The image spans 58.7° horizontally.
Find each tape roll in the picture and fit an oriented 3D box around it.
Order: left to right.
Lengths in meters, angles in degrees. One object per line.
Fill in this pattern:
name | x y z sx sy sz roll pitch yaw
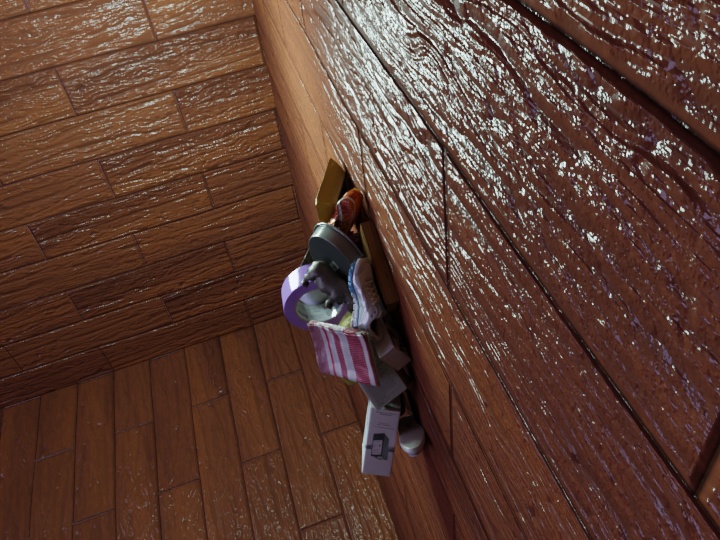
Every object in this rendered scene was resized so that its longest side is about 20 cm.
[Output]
tape roll | -0.116 0.072 1.746 0.203 0.194 0.067 82 175 -46

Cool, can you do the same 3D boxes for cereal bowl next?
cereal bowl | -0.099 0.022 1.881 0.083 0.202 0.200 38 -177 -17

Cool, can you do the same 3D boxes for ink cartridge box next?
ink cartridge box | 0.054 0.415 1.703 0.147 0.081 0.206 -85 1 -69

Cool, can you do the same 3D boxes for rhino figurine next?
rhino figurine | -0.057 0.053 1.572 0.198 0.060 0.089 39 136 15

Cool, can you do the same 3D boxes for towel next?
towel | -0.043 0.200 1.539 0.196 0.023 0.148 6 118 43

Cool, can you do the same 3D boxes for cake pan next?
cake pan | -0.056 -0.024 1.581 0.198 0.037 0.203 37 153 22

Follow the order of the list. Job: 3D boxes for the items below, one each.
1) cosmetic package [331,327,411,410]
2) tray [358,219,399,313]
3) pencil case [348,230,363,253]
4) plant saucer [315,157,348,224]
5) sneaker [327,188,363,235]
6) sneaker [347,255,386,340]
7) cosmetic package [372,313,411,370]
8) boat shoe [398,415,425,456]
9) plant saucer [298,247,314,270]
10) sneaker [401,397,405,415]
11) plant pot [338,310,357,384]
cosmetic package | 0.028 0.228 1.585 0.203 0.103 0.073 55 -165 6
tray | 0.041 -0.006 1.529 0.099 0.036 0.205 100 153 -73
pencil case | 0.000 0.000 1.675 0.085 0.082 0.206 7 117 44
plant saucer | -0.063 -0.161 1.709 0.203 0.047 0.204 -78 -16 -46
sneaker | -0.042 -0.117 1.590 0.073 0.077 0.201 41 135 3
sneaker | 0.024 0.067 1.483 0.085 0.074 0.207 8 109 41
cosmetic package | 0.055 0.140 1.569 0.082 0.050 0.203 41 -161 -44
boat shoe | 0.131 0.441 1.657 0.200 0.070 0.071 -153 45 -79
plant saucer | -0.122 -0.044 1.788 0.204 0.031 0.200 -62 -2 -13
sneaker | 0.073 0.329 1.834 0.202 0.072 0.090 -116 10 -49
plant pot | -0.012 0.219 1.719 0.202 0.141 0.200 51 179 1
